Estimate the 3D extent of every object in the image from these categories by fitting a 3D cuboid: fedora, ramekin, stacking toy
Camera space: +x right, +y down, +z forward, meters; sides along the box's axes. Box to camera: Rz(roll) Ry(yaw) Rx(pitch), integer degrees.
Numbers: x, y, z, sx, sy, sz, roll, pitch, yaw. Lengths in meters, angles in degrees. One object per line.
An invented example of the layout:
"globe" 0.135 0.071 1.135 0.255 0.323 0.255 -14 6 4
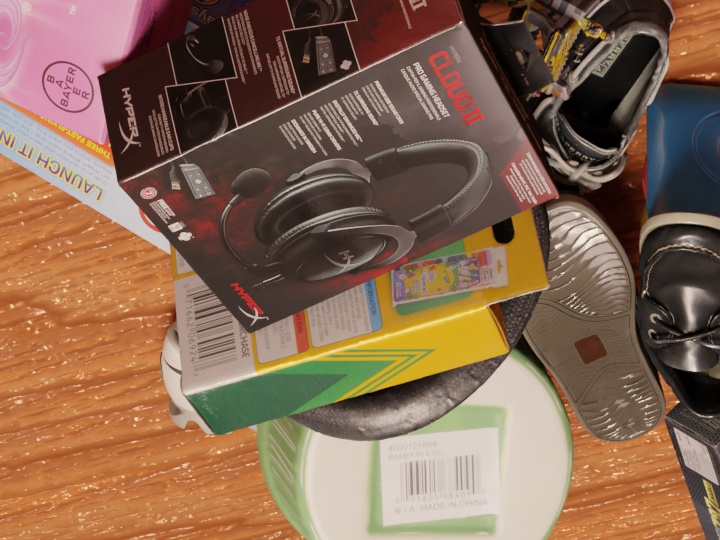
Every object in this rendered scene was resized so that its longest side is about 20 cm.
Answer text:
"fedora" 0.021 0.008 1.129 0.200 0.201 0.092 -10 160 11
"ramekin" 0.039 0.112 1.234 0.199 0.098 0.201 -3 104 -11
"stacking toy" 0.213 -0.012 1.211 0.109 0.116 0.200 7 144 -2

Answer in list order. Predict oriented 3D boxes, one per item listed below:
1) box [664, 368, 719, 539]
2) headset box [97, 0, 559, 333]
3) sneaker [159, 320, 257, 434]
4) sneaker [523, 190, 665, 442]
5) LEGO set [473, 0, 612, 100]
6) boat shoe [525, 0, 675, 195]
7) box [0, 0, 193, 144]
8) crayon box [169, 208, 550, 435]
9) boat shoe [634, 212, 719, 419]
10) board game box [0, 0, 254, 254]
"box" 0.290 0.120 1.294 0.158 0.051 0.200 -41 133 -17
"headset box" -0.004 -0.070 0.955 0.199 0.077 0.149 -23 142 10
"sneaker" -0.037 0.061 1.290 0.199 0.074 0.089 -4 135 4
"sneaker" 0.132 0.008 1.212 0.074 0.106 0.200 -17 131 6
"LEGO set" 0.081 -0.156 1.031 0.116 0.154 0.201 30 120 10
"boat shoe" 0.130 -0.082 1.158 0.073 0.068 0.200 21 130 -17
"box" -0.177 -0.192 0.965 0.199 0.097 0.176 26 126 5
"crayon box" 0.000 0.000 1.043 0.199 0.126 0.052 -16 143 10
"boat shoe" 0.196 0.032 1.136 0.074 0.066 0.200 8 157 12
"board game box" -0.132 -0.130 1.086 0.200 0.056 0.196 31 129 0
